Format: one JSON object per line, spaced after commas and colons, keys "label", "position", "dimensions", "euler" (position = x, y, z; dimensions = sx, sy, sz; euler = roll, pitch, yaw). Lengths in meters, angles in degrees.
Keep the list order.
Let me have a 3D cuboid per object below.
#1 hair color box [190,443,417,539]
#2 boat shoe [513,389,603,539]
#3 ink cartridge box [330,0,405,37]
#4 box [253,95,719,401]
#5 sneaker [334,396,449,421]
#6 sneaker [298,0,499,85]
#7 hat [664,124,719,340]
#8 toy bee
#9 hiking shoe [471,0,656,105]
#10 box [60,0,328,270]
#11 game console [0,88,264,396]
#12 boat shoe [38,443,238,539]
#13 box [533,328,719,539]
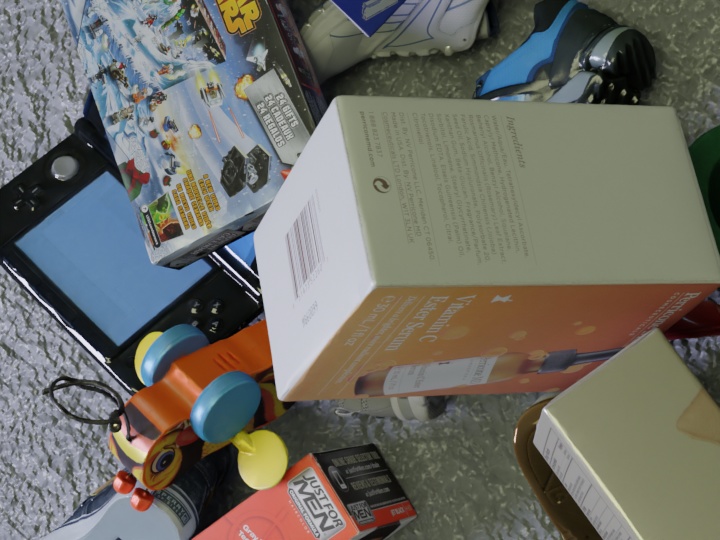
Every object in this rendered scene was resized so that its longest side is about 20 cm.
{"label": "hair color box", "position": [-0.071, 0.192, 1.016], "dimensions": [0.200, 0.101, 0.061], "euler": [-38, 74, 18]}
{"label": "boat shoe", "position": [0.155, 0.157, 0.935], "dimensions": [0.074, 0.066, 0.201], "euler": [-19, 100, 21]}
{"label": "ink cartridge box", "position": [-0.005, -0.223, 0.977], "dimensions": [0.094, 0.044, 0.200], "euler": [-45, 33, 9]}
{"label": "box", "position": [0.063, -0.008, 0.844], "dimensions": [0.152, 0.199, 0.107], "euler": [126, 138, -57]}
{"label": "sneaker", "position": [0.000, 0.000, 1.009], "dimensions": [0.082, 0.075, 0.201], "euler": [-9, 83, 22]}
{"label": "sneaker", "position": [0.035, -0.167, 1.006], "dimensions": [0.200, 0.075, 0.087], "euler": [-32, 103, 32]}
{"label": "hat", "position": [0.244, 0.021, 0.921], "dimensions": [0.200, 0.166, 0.176], "euler": [36, 145, 27]}
{"label": "toy bee", "position": [-0.114, 0.088, 0.969], "dimensions": [0.131, 0.199, 0.109], "euler": [57, 137, 45]}
{"label": "hiking shoe", "position": [0.097, -0.079, 0.983], "dimensions": [0.200, 0.074, 0.087], "euler": [-51, 53, 8]}
{"label": "box", "position": [-0.101, -0.119, 1.006], "dimensions": [0.137, 0.040, 0.201], "euler": [-26, 75, 19]}
{"label": "game console", "position": [-0.149, -0.047, 1.049], "dimensions": [0.171, 0.118, 0.200], "euler": [-41, 68, -20]}
{"label": "boat shoe", "position": [-0.153, 0.171, 1.076], "dimensions": [0.071, 0.091, 0.200], "euler": [46, 135, -8]}
{"label": "box", "position": [0.179, 0.139, 0.819], "dimensions": [0.078, 0.095, 0.200], "euler": [-34, 75, -7]}
